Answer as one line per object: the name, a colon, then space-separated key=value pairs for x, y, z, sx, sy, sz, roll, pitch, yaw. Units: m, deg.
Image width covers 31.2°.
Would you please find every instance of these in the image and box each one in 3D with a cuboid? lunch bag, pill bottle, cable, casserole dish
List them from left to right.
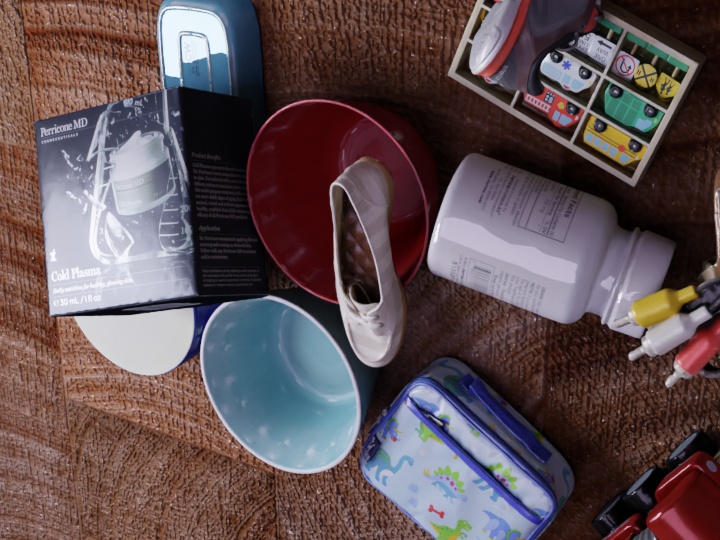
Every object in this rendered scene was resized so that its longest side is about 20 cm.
casserole dish: x=-0.158 y=-0.200 z=1.323 sx=0.120 sy=0.039 sz=0.203 roll=12 pitch=117 yaw=28
lunch bag: x=0.107 y=0.198 z=1.306 sx=0.200 sy=0.082 sz=0.161 roll=43 pitch=126 yaw=8
pill bottle: x=0.168 y=-0.018 z=1.134 sx=0.198 sy=0.115 sz=0.116 roll=21 pitch=123 yaw=11
cable: x=0.298 y=0.020 z=1.023 sx=0.097 sy=0.050 sz=0.200 roll=47 pitch=126 yaw=4

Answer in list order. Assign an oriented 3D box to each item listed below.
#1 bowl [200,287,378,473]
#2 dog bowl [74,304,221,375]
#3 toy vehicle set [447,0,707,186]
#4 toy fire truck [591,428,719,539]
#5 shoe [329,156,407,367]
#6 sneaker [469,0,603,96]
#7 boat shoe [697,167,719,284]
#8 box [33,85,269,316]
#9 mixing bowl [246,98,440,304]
bowl: x=-0.060 y=0.098 z=1.353 sx=0.198 sy=0.105 sz=0.204 roll=15 pitch=119 yaw=27
dog bowl: x=-0.240 y=0.012 z=1.451 sx=0.198 sy=0.079 sz=0.203 roll=14 pitch=119 yaw=28
toy vehicle set: x=0.182 y=-0.177 z=1.112 sx=0.199 sy=0.026 sz=0.125 roll=33 pitch=126 yaw=17
toy fire truck: x=0.250 y=0.246 z=1.154 sx=0.129 sy=0.200 sz=0.176 roll=45 pitch=129 yaw=6
shoe: x=0.000 y=0.000 z=1.162 sx=0.069 sy=0.053 sz=0.203 roll=9 pitch=117 yaw=29
sneaker: x=0.167 y=-0.234 z=1.052 sx=0.081 sy=0.077 sz=0.202 roll=29 pitch=101 yaw=-10
boat shoe: x=0.324 y=0.005 z=1.079 sx=0.073 sy=0.075 sz=0.203 roll=11 pitch=109 yaw=35
box: x=-0.207 y=-0.062 z=1.277 sx=0.198 sy=0.123 sz=0.200 roll=-8 pitch=84 yaw=32
mixing bowl: x=0.001 y=-0.081 z=1.226 sx=0.198 sy=0.108 sz=0.203 roll=15 pitch=120 yaw=27
